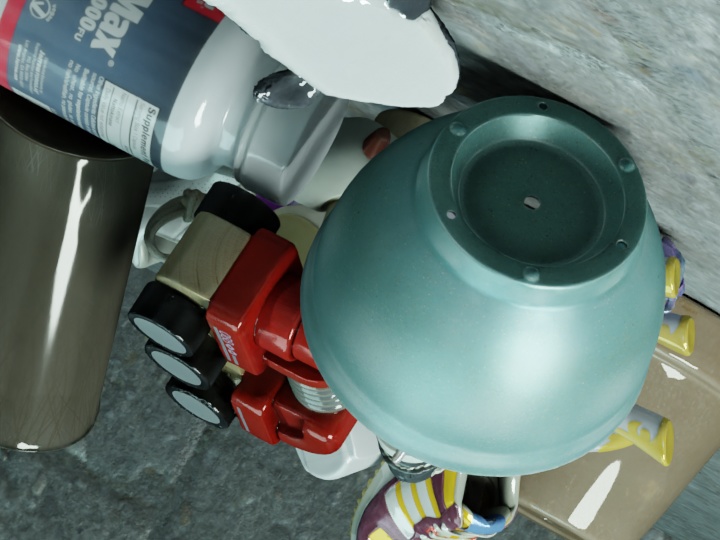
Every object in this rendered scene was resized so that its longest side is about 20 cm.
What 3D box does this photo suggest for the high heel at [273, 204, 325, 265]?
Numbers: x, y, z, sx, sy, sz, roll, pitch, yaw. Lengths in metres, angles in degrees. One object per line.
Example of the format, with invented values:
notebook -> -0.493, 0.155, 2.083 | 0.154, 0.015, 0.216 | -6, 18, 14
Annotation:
high heel -> 0.000, 0.000, 1.654 | 0.143, 0.200, 0.071 | 46, -163, -58

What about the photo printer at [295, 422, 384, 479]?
photo printer -> 0.025, 0.046, 1.746 | 0.200, 0.166, 0.069 | -15, 177, -43

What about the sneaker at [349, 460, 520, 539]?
sneaker -> 0.056, 0.163, 1.671 | 0.075, 0.200, 0.090 | -2, -140, -31

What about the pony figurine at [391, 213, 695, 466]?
pony figurine -> 0.100, 0.027, 1.504 | 0.200, 0.193, 0.167 | 2, 179, 22

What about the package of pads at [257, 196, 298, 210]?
package of pads -> -0.076, -0.068, 1.912 | 0.120, 0.076, 0.200 | 27, 173, 4

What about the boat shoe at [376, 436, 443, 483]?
boat shoe -> 0.067, 0.048, 1.610 | 0.076, 0.200, 0.060 | 29, 158, 17

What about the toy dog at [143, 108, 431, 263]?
toy dog -> -0.045, -0.078, 1.511 | 0.200, 0.132, 0.096 | -1, 154, 1

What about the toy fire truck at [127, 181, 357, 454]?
toy fire truck -> -0.009, 0.043, 1.427 | 0.200, 0.129, 0.176 | 27, 161, 18

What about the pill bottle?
pill bottle -> -0.111, -0.123, 1.434 | 0.200, 0.120, 0.120 | 28, 173, 9

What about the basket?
basket -> -0.206, -0.021, 1.528 | 0.136, 0.200, 0.180 | 0, -143, -33

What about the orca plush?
orca plush -> -0.038, -0.139, 1.200 | 0.200, 0.105, 0.071 | 7, -134, -28

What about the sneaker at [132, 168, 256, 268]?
sneaker -> -0.090, -0.061, 1.635 | 0.200, 0.099, 0.078 | -27, 172, 37

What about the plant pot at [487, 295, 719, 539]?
plant pot -> 0.172, 0.101, 1.716 | 0.200, 0.175, 0.200 | 29, 172, 4

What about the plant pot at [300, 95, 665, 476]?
plant pot -> 0.078, -0.010, 1.307 | 0.200, 0.200, 0.134 | 29, 147, 5
